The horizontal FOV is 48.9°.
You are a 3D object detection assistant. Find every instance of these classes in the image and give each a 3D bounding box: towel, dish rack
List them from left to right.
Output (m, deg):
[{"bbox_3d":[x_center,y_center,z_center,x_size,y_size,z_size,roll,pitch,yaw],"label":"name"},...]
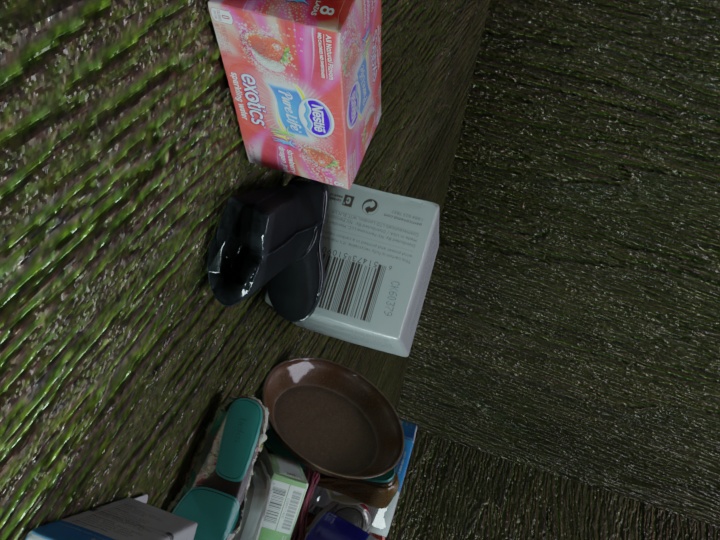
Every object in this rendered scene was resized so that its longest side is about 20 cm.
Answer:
[{"bbox_3d":[-0.152,0.311,0.869,0.172,0.043,0.201,173,-65,-78],"label":"dish rack"},{"bbox_3d":[-0.103,0.361,0.990,0.144,0.023,0.200,-76,-171,-59],"label":"towel"}]

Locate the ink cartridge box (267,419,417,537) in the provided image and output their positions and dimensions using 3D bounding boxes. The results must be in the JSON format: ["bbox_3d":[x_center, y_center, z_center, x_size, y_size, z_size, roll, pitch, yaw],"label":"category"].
[{"bbox_3d":[-0.034,0.266,1.121,0.086,0.199,0.147,-27,133,-80],"label":"ink cartridge box"}]

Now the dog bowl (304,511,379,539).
[{"bbox_3d":[-0.054,0.377,0.887,0.200,0.079,0.200,-58,169,-19],"label":"dog bowl"}]

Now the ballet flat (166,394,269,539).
[{"bbox_3d":[-0.145,0.220,0.792,0.200,0.075,0.064,-65,-177,-31],"label":"ballet flat"}]

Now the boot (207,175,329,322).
[{"bbox_3d":[-0.085,-0.003,0.765,0.200,0.065,0.166,-55,151,-72],"label":"boot"}]

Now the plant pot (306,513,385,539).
[{"bbox_3d":[-0.052,0.432,1.201,0.195,0.200,0.201,112,-4,-81],"label":"plant pot"}]

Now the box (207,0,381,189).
[{"bbox_3d":[-0.042,-0.165,0.637,0.200,0.102,0.095,89,19,-64],"label":"box"}]

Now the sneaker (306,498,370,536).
[{"bbox_3d":[-0.055,0.391,1.048,0.200,0.078,0.082,-52,179,-3],"label":"sneaker"}]

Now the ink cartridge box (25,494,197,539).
[{"bbox_3d":[-0.184,0.241,0.586,0.200,0.066,0.116,49,57,-79],"label":"ink cartridge box"}]

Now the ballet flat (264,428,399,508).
[{"bbox_3d":[-0.045,0.270,1.047,0.068,0.199,0.073,-51,149,-58],"label":"ballet flat"}]

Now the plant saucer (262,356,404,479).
[{"bbox_3d":[-0.039,0.195,1.018,0.037,0.200,0.200,-59,179,29],"label":"plant saucer"}]

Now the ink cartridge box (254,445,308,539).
[{"bbox_3d":[-0.116,0.293,0.953,0.200,0.048,0.146,179,-71,-81],"label":"ink cartridge box"}]

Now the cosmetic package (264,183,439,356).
[{"bbox_3d":[0.000,0.000,0.981,0.200,0.164,0.166,66,41,-78],"label":"cosmetic package"}]
